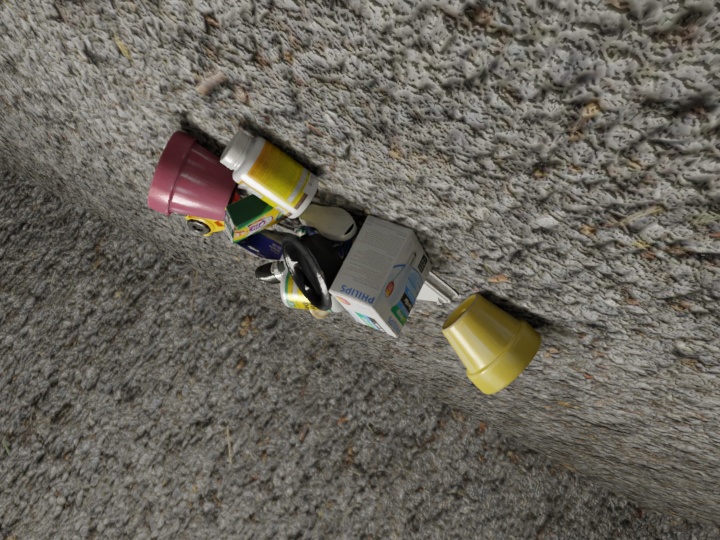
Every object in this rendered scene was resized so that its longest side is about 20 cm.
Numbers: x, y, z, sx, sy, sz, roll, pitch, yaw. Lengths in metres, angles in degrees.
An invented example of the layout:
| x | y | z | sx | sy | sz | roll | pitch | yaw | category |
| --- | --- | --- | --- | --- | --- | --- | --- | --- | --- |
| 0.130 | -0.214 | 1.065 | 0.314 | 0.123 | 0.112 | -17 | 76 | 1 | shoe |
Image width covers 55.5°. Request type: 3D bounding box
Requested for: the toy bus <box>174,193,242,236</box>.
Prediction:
| x | y | z | sx | sy | sz | roll | pitch | yaw | category |
| --- | --- | --- | --- | --- | --- | --- | --- | --- | --- |
| -0.414 | -0.195 | 1.899 | 0.190 | 0.137 | 0.200 | 1 | 150 | 34 | toy bus |

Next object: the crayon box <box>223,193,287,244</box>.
| x | y | z | sx | sy | sz | roll | pitch | yaw | category |
| --- | --- | --- | --- | --- | --- | --- | --- | --- | --- |
| -0.238 | -0.141 | 1.642 | 0.059 | 0.171 | 0.200 | 63 | 165 | 3 | crayon box |

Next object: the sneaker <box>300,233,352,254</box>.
| x | y | z | sx | sy | sz | roll | pitch | yaw | category |
| --- | --- | --- | --- | --- | --- | --- | --- | --- | --- |
| -0.089 | -0.063 | 1.821 | 0.078 | 0.067 | 0.198 | 10 | 172 | -44 | sneaker |

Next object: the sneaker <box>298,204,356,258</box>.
| x | y | z | sx | sy | sz | roll | pitch | yaw | category |
| --- | --- | --- | --- | --- | --- | --- | --- | --- | --- |
| -0.054 | -0.079 | 1.655 | 0.199 | 0.081 | 0.147 | 23 | 155 | 45 | sneaker |

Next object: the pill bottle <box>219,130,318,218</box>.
| x | y | z | sx | sy | sz | roll | pitch | yaw | category |
| --- | --- | --- | --- | --- | --- | --- | --- | --- | --- |
| -0.194 | -0.206 | 1.452 | 0.199 | 0.110 | 0.109 | 34 | 165 | -22 | pill bottle |

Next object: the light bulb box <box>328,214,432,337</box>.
| x | y | z | sx | sy | sz | roll | pitch | yaw | category |
| --- | --- | --- | --- | --- | --- | --- | --- | --- | --- |
| 0.052 | 0.017 | 1.583 | 0.124 | 0.202 | 0.198 | 20 | 165 | 28 | light bulb box |

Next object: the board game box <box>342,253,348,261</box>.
| x | y | z | sx | sy | sz | roll | pitch | yaw | category |
| --- | --- | --- | --- | --- | --- | --- | --- | --- | --- |
| -0.095 | 0.018 | 1.867 | 0.024 | 0.104 | 0.200 | 62 | 156 | 15 | board game box |

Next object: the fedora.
| x | y | z | sx | sy | sz | roll | pitch | yaw | category |
| --- | --- | --- | --- | --- | --- | --- | --- | --- | --- |
| -0.099 | -0.011 | 1.593 | 0.201 | 0.091 | 0.202 | 44 | 152 | 31 | fedora |

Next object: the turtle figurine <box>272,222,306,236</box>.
| x | y | z | sx | sy | sz | roll | pitch | yaw | category |
| --- | --- | --- | --- | --- | --- | --- | --- | --- | --- |
| -0.206 | -0.078 | 1.968 | 0.148 | 0.102 | 0.200 | 16 | 167 | 39 | turtle figurine |

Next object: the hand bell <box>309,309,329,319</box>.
| x | y | z | sx | sy | sz | roll | pitch | yaw | category |
| --- | --- | --- | --- | --- | --- | --- | --- | --- | --- |
| -0.048 | 0.078 | 1.974 | 0.198 | 0.105 | 0.104 | -10 | 144 | 38 | hand bell |

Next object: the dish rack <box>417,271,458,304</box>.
| x | y | z | sx | sy | sz | roll | pitch | yaw | category |
| --- | --- | --- | --- | --- | --- | --- | --- | --- | --- |
| 0.143 | 0.037 | 1.808 | 0.171 | 0.044 | 0.199 | 36 | 165 | -29 | dish rack |

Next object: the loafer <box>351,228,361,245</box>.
| x | y | z | sx | sy | sz | roll | pitch | yaw | category |
| --- | --- | --- | --- | --- | --- | --- | --- | --- | --- |
| 0.040 | -0.030 | 1.712 | 0.062 | 0.073 | 0.201 | 6 | 150 | 28 | loafer |

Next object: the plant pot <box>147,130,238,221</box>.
| x | y | z | sx | sy | sz | roll | pitch | yaw | category |
| --- | --- | --- | --- | --- | --- | --- | --- | --- | --- |
| -0.392 | -0.211 | 1.652 | 0.177 | 0.203 | 0.200 | 21 | 167 | -7 | plant pot |

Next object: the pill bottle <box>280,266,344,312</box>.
| x | y | z | sx | sy | sz | roll | pitch | yaw | category |
| --- | --- | --- | --- | --- | --- | --- | --- | --- | --- |
| -0.090 | 0.044 | 1.707 | 0.197 | 0.114 | 0.113 | 5 | 159 | 19 | pill bottle |

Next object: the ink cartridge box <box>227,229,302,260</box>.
| x | y | z | sx | sy | sz | roll | pitch | yaw | category |
| --- | --- | --- | --- | --- | --- | --- | --- | --- | --- |
| -0.208 | -0.065 | 1.747 | 0.198 | 0.041 | 0.199 | 4 | -165 | -42 | ink cartridge box |

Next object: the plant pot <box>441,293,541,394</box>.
| x | y | z | sx | sy | sz | roll | pitch | yaw | category |
| --- | --- | --- | --- | --- | --- | --- | --- | --- | --- |
| 0.308 | 0.165 | 1.681 | 0.189 | 0.201 | 0.201 | 45 | 165 | -2 | plant pot |

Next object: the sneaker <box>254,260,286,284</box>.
| x | y | z | sx | sy | sz | roll | pitch | yaw | category |
| --- | --- | --- | --- | --- | --- | --- | --- | --- | --- |
| -0.200 | -0.016 | 1.899 | 0.197 | 0.075 | 0.089 | -6 | 144 | 2 | sneaker |
